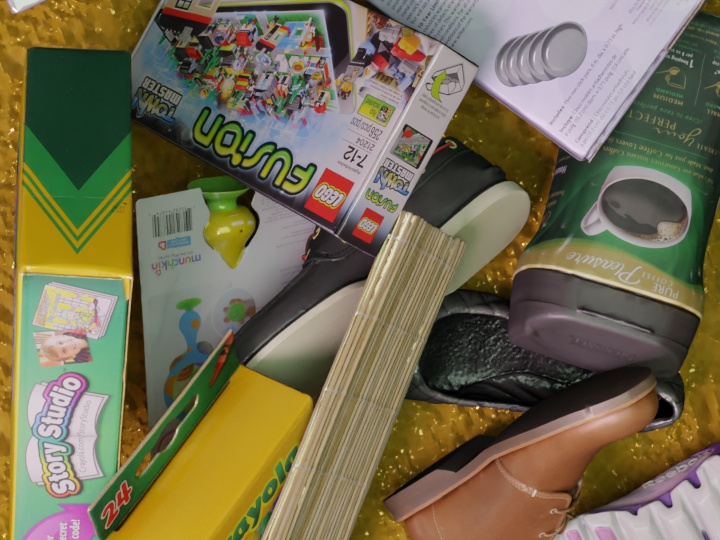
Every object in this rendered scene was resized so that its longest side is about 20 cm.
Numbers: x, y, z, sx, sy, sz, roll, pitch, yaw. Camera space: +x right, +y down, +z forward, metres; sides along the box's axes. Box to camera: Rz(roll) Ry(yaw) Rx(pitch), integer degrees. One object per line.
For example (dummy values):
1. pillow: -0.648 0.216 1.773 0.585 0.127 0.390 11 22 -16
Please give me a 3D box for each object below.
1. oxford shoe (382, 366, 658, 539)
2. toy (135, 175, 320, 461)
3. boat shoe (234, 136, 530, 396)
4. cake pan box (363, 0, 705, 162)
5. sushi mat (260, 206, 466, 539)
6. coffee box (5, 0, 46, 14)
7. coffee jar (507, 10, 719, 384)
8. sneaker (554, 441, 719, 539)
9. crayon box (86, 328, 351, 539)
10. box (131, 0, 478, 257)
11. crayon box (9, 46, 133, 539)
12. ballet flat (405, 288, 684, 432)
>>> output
1. oxford shoe: 0.099 0.110 1.300 0.071 0.200 0.071 -31 86 -44
2. toy: -0.077 0.043 1.318 0.115 0.047 0.201 -13 115 -33
3. boat shoe: 0.000 0.002 1.303 0.201 0.074 0.063 -38 63 -23
4. cake pan box: 0.101 -0.188 1.245 0.184 0.052 0.200 35 98 4
5. sushi mat: 0.001 0.069 1.246 0.012 0.096 0.200 22 90 23
6. coffee box: -0.188 -0.239 1.248 0.080 0.114 0.200 -26 100 -5
7. coffee jar: 0.148 -0.042 1.313 0.104 0.085 0.200 17 79 -5
8. sneaker: 0.173 0.149 1.360 0.200 0.088 0.081 -27 95 7
9. crayon box: -0.067 0.139 1.244 0.051 0.200 0.127 24 61 25
10. box: -0.039 -0.095 1.252 0.035 0.200 0.110 28 91 -48
11. crayon box: -0.145 0.020 1.209 0.058 0.173 0.200 1 132 -8
12. ballet flat: 0.086 0.050 1.346 0.199 0.057 0.067 7 102 -9
